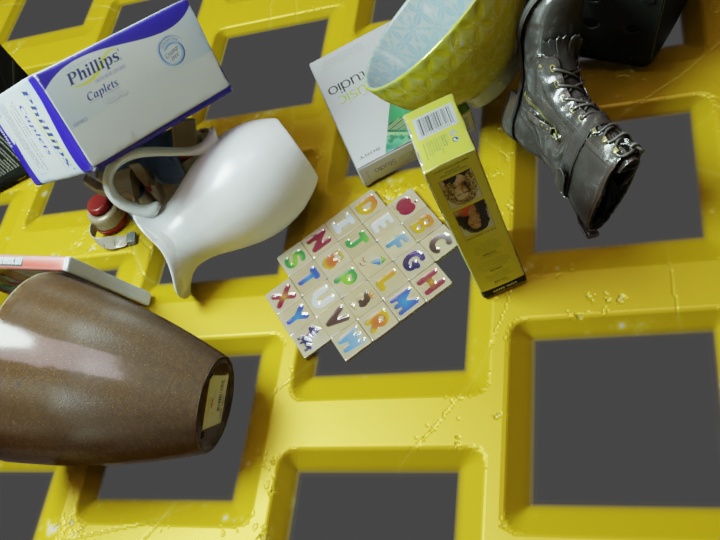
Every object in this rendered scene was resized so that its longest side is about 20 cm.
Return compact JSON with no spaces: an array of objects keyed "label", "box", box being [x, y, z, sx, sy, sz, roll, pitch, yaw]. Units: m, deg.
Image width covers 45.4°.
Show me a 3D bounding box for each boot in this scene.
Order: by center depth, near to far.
[{"label":"boot","box":[0.211,-0.155,0.813,0.068,0.202,0.175,-12,45,-20]}]

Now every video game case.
[{"label":"video game case","box":[-0.355,0.011,0.964,0.197,0.143,0.018,2,74,24]}]

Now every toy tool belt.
[{"label":"toy tool belt","box":[-0.260,-0.116,1.020,0.197,0.123,0.126,-15,53,14]}]

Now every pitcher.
[{"label":"pitcher","box":[-0.160,-0.093,0.933,0.199,0.172,0.121,-36,30,-2]}]

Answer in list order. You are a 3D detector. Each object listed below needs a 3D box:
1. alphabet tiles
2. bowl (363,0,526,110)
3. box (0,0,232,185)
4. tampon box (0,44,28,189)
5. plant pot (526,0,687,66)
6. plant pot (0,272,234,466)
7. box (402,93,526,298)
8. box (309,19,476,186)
[{"label":"alphabet tiles","box":[0.000,0.000,0.905,0.199,0.006,0.167,-36,51,-3]},{"label":"bowl","box":[0.107,-0.236,0.902,0.200,0.107,0.201,-42,26,26]},{"label":"box","box":[-0.269,-0.183,0.913,0.183,0.106,0.199,-39,22,-29]},{"label":"tampon box","box":[-0.549,-0.191,1.193,0.198,0.127,0.151,-25,51,6]},{"label":"plant pot","box":[0.259,-0.332,0.891,0.196,0.200,0.180,13,74,15]},{"label":"plant pot","box":[-0.231,0.111,0.837,0.197,0.188,0.189,9,60,11]},{"label":"box","box":[0.098,-0.061,0.780,0.049,0.201,0.076,-23,50,10]},{"label":"box","box":[0.033,-0.206,1.011,0.143,0.036,0.202,-27,53,4]}]
